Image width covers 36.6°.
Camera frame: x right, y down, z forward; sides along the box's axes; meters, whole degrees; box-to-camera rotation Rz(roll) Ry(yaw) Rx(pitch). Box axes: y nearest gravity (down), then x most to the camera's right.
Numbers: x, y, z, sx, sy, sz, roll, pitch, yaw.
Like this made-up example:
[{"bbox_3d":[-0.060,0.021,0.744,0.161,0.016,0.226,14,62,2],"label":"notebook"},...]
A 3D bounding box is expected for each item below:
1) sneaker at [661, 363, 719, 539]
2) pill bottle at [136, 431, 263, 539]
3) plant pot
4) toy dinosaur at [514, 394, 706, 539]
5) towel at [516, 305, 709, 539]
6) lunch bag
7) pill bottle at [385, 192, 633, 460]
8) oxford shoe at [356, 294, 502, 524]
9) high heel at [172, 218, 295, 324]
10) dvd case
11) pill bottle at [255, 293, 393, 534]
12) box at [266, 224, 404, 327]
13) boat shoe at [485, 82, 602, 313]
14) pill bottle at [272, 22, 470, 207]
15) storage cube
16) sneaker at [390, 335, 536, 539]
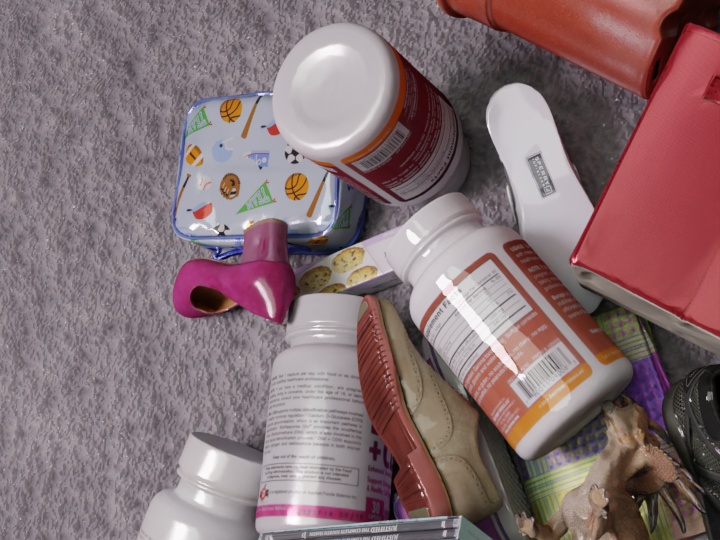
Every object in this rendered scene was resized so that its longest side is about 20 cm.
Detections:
[{"bbox_3d":[0.287,0.156,0.770,0.075,0.114,0.201,-17,71,-8],"label":"sneaker"},{"bbox_3d":[-0.145,0.254,0.972,0.113,0.114,0.202,19,87,29],"label":"pill bottle"},{"bbox_3d":[0.195,-0.253,0.887,0.195,0.201,0.202,36,95,21],"label":"plant pot"},{"bbox_3d":[0.185,0.200,0.781,0.085,0.134,0.203,11,99,54],"label":"toy dinosaur"},{"bbox_3d":[0.195,0.142,0.878,0.143,0.023,0.202,-25,67,21],"label":"towel"},{"bbox_3d":[-0.089,-0.088,1.051,0.198,0.075,0.162,0,80,26],"label":"lunch bag"},{"bbox_3d":[0.111,0.039,0.860,0.112,0.112,0.201,-43,69,12],"label":"pill bottle"},{"bbox_3d":[0.050,0.109,0.863,0.074,0.071,0.202,-11,69,-20],"label":"oxford shoe"},{"bbox_3d":[-0.125,0.032,1.007,0.200,0.067,0.097,-37,47,51],"label":"high heel"},{"bbox_3d":[0.036,0.235,0.848,0.199,0.146,0.022,-14,47,39],"label":"dvd case"},{"bbox_3d":[-0.025,0.129,0.938,0.112,0.113,0.202,-4,70,26],"label":"pill bottle"},{"bbox_3d":[0.000,0.000,1.002,0.198,0.039,0.042,-21,69,22],"label":"box"},{"bbox_3d":[0.157,-0.059,0.923,0.071,0.068,0.202,-22,90,13],"label":"boat shoe"},{"bbox_3d":[0.019,-0.121,0.930,0.112,0.200,0.114,-7,74,25],"label":"pill bottle"},{"bbox_3d":[0.265,-0.040,0.778,0.170,0.200,0.181,28,92,15],"label":"storage cube"},{"bbox_3d":[0.062,0.149,0.918,0.113,0.072,0.202,-25,68,23],"label":"sneaker"}]
